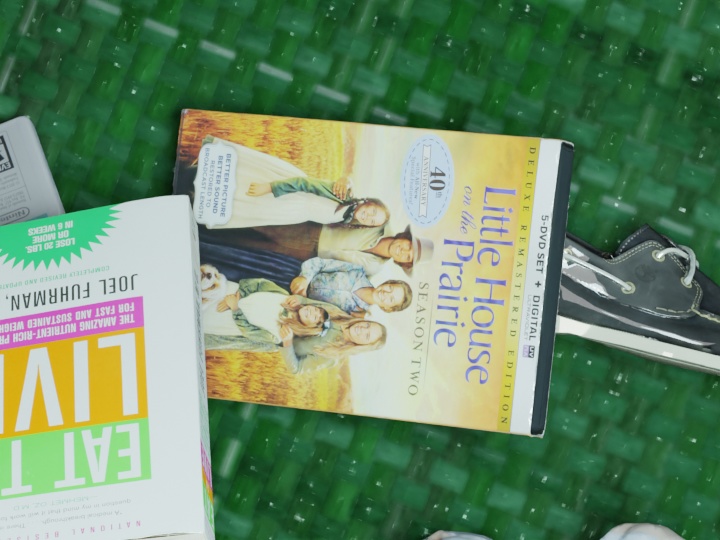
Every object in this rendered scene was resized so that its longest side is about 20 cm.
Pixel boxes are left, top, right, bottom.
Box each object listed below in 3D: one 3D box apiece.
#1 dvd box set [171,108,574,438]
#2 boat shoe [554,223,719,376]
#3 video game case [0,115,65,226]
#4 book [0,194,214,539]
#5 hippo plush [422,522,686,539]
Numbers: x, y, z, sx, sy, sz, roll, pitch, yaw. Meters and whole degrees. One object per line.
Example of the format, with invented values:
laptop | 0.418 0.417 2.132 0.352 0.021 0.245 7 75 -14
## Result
dvd box set | 0.000 0.000 1.454 0.200 0.029 0.146 6 89 19
boat shoe | 0.144 0.012 1.470 0.200 0.072 0.068 17 89 2
video game case | -0.228 0.030 1.437 0.200 0.024 0.182 -22 54 -2
book | -0.136 0.059 1.351 0.133 0.048 0.200 -11 48 4
hippo plush | 0.076 0.212 1.441 0.161 0.159 0.200 7 51 25
